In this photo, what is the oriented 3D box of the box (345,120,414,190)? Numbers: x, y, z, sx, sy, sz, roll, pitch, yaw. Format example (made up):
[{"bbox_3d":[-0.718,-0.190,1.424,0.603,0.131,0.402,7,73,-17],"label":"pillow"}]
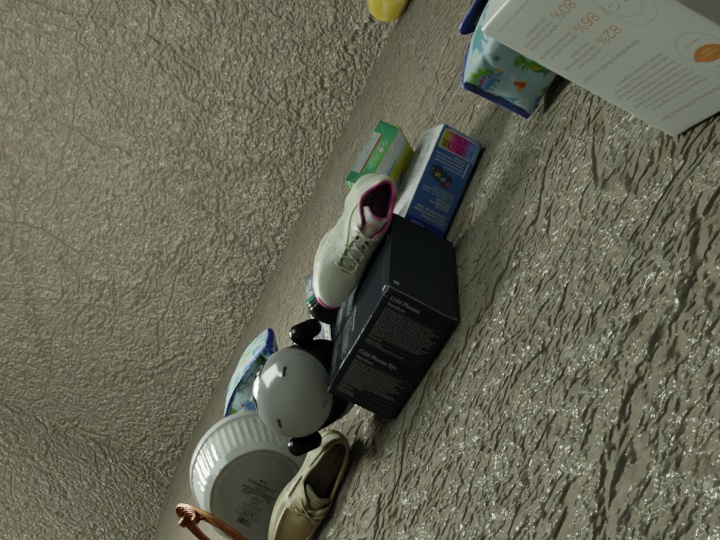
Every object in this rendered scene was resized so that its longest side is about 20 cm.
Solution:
[{"bbox_3d":[0.053,-0.141,1.452,0.119,0.048,0.200,-60,-32,-12],"label":"box"}]

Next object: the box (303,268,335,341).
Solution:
[{"bbox_3d":[-0.048,0.095,1.458,0.198,0.048,0.205,145,119,-74],"label":"box"}]

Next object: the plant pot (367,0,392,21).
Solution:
[{"bbox_3d":[0.096,-0.949,2.969,0.190,0.196,0.204,102,-173,-62],"label":"plant pot"}]

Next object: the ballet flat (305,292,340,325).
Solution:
[{"bbox_3d":[0.000,0.000,1.342,0.201,0.068,0.068,-50,6,4],"label":"ballet flat"}]

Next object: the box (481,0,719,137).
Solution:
[{"bbox_3d":[0.220,-0.214,0.680,0.108,0.197,0.152,-69,12,-16],"label":"box"}]

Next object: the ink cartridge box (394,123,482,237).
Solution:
[{"bbox_3d":[0.102,-0.114,1.369,0.204,0.075,0.136,-65,10,-1],"label":"ink cartridge box"}]

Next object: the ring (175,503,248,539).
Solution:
[{"bbox_3d":[-0.210,0.430,1.374,0.019,0.199,0.201,-54,4,-31],"label":"ring"}]

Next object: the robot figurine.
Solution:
[{"bbox_3d":[-0.075,0.164,1.254,0.124,0.152,0.199,-39,-10,17],"label":"robot figurine"}]

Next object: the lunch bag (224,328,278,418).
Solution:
[{"bbox_3d":[-0.247,0.255,2.137,0.170,0.125,0.205,-113,39,-76],"label":"lunch bag"}]

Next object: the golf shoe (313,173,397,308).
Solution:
[{"bbox_3d":[-0.007,-0.044,1.215,0.204,0.074,0.091,-68,14,-6],"label":"golf shoe"}]

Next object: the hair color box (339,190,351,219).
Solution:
[{"bbox_3d":[-0.016,-0.097,1.952,0.100,0.059,0.204,143,149,-69],"label":"hair color box"}]

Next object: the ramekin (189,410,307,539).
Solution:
[{"bbox_3d":[-0.170,0.339,1.417,0.204,0.197,0.105,-64,21,5],"label":"ramekin"}]

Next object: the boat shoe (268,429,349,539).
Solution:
[{"bbox_3d":[-0.073,0.329,1.281,0.203,0.071,0.065,-61,9,-5],"label":"boat shoe"}]

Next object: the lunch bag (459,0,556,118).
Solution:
[{"bbox_3d":[0.212,-0.334,1.132,0.171,0.125,0.203,123,167,-46],"label":"lunch bag"}]

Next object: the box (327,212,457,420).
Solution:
[{"bbox_3d":[0.044,0.059,1.201,0.201,0.102,0.184,-84,20,-59],"label":"box"}]
